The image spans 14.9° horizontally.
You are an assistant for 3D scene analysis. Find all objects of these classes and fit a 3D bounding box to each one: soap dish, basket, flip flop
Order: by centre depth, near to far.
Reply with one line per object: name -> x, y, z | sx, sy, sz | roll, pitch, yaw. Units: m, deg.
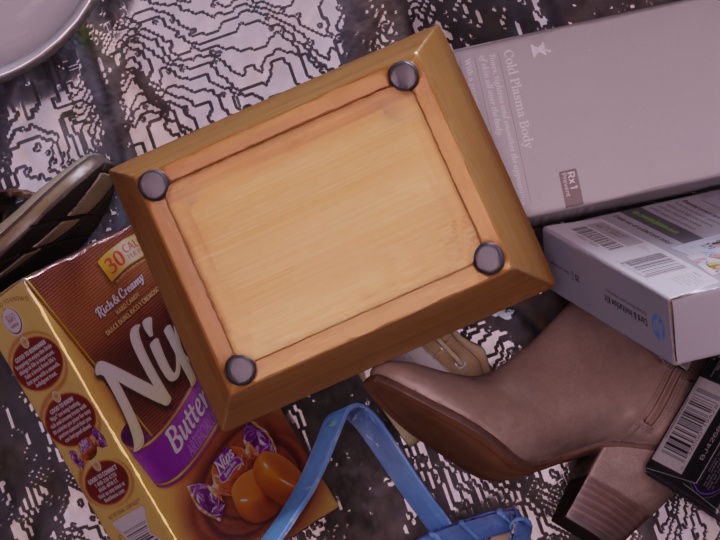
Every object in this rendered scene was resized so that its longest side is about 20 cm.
soap dish -> -0.017, -0.024, 1.478 | 0.200, 0.081, 0.157 | -24, 87, 3
basket -> 0.023, 0.190, 1.493 | 0.139, 0.176, 0.200 | -22, 110, 31
flip flop -> -0.227, -0.009, 1.567 | 0.200, 0.081, 0.058 | -35, 74, 5

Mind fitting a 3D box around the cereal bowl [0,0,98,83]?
cereal bowl -> -0.234, -0.197, 1.561 | 0.200, 0.083, 0.200 | 0, 89, 0

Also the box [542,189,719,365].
box -> 0.221, -0.008, 1.490 | 0.200, 0.156, 0.041 | -14, 110, -18

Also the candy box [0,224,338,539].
candy box -> -0.112, 0.078, 1.537 | 0.117, 0.056, 0.200 | -30, 88, -45

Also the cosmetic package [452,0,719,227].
cosmetic package -> 0.148, -0.089, 1.555 | 0.200, 0.090, 0.107 | -14, 86, 3

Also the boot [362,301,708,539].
boot -> 0.114, 0.057, 1.544 | 0.200, 0.070, 0.146 | 35, 73, -19

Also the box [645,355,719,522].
box -> 0.279, 0.116, 1.511 | 0.200, 0.106, 0.122 | 32, 89, -18

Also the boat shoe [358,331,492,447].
boat shoe -> 0.000, 0.000, 1.564 | 0.068, 0.075, 0.200 | -34, 99, -2
